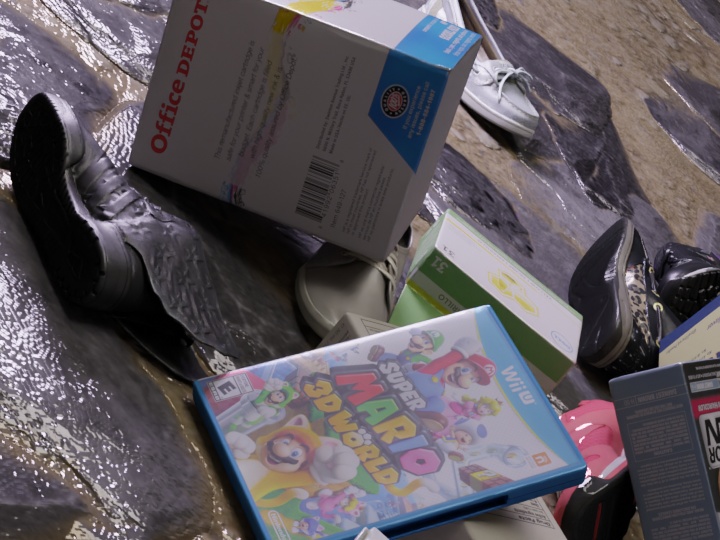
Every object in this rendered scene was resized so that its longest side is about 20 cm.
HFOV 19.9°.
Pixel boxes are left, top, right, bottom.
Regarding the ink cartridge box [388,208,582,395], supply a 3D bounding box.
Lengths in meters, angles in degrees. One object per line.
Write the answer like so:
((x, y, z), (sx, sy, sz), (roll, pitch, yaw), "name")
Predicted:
((0.098, 0.041, 1.568), (0.145, 0.048, 0.200), (39, 20, -5), "ink cartridge box")

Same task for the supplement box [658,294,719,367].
((0.348, 0.139, 1.607), (0.199, 0.134, 0.201), (33, 40, -19), "supplement box")

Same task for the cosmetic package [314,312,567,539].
((0.043, 0.127, 1.282), (0.105, 0.071, 0.201), (19, 30, -40), "cosmetic package")

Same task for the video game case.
((0.016, 0.095, 1.218), (0.198, 0.018, 0.144), (-14, 47, -18), "video game case")

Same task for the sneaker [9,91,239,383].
((-0.147, -0.021, 1.278), (0.104, 0.060, 0.201), (17, 37, -43), "sneaker")

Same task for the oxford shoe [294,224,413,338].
((0.000, 0.000, 1.474), (0.075, 0.058, 0.200), (39, 24, -9), "oxford shoe")

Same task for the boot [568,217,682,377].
((0.257, 0.054, 1.769), (0.153, 0.074, 0.204), (37, 29, -14), "boot")

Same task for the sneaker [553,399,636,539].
((0.161, 0.145, 1.473), (0.086, 0.074, 0.200), (17, 21, 19), "sneaker")

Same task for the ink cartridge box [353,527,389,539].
((0.036, 0.243, 1.033), (0.200, 0.088, 0.145), (43, 22, 2), "ink cartridge box")

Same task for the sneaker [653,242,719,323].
((0.305, 0.013, 1.947), (0.087, 0.076, 0.199), (33, 14, 24), "sneaker")

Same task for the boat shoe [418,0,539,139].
((0.121, -0.211, 2.054), (0.074, 0.065, 0.203), (17, 32, -44), "boat shoe")

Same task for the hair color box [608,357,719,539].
((0.238, 0.165, 1.418), (0.099, 0.060, 0.202), (-2, 78, -59), "hair color box")

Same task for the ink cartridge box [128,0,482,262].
((-0.038, -0.124, 1.453), (0.198, 0.148, 0.145), (22, 21, 6), "ink cartridge box")
